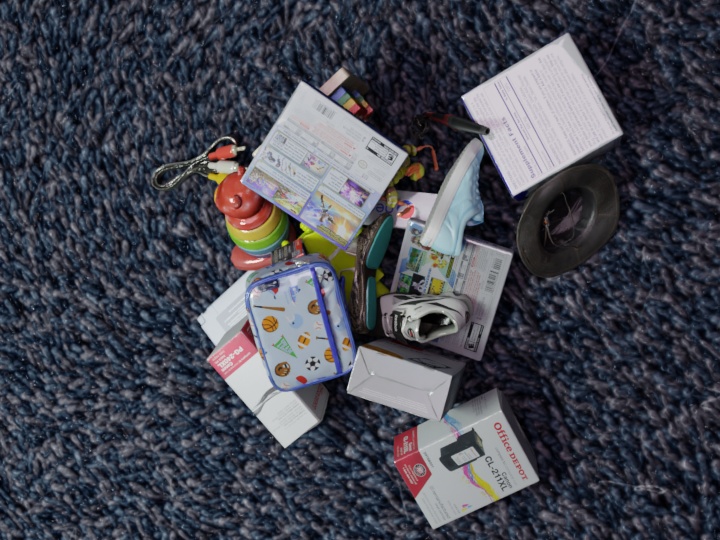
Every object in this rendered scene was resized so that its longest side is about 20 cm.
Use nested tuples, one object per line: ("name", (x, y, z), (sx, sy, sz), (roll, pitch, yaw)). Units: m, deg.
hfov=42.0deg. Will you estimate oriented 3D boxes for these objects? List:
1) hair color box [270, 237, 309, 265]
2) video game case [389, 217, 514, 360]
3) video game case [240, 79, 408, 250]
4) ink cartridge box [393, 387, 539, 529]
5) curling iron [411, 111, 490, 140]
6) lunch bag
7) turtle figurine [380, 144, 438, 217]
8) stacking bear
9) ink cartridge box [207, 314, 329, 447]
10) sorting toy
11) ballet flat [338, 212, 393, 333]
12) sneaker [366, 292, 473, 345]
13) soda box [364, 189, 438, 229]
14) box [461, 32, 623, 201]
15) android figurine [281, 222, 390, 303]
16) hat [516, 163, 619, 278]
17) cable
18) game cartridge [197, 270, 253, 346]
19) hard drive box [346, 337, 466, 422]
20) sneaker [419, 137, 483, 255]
("hair color box", (-0.079, 0.059, 1.534), (0.060, 0.102, 0.202), (-25, 108, 2))
("video game case", (0.142, 0.032, 1.556), (0.180, 0.022, 0.203), (18, 114, 10))
("video game case", (-0.056, -0.162, 1.453), (0.198, 0.046, 0.183), (33, 102, -9))
("ink cartridge box", (0.172, 0.306, 1.532), (0.198, 0.083, 0.147), (-28, 105, 12))
("curling iron", (0.147, -0.233, 1.530), (0.199, 0.025, 0.050), (18, 89, 55))
("lunch bag", (-0.089, 0.076, 1.449), (0.158, 0.076, 0.203), (-15, 108, -3))
("turtle figurine", (0.038, -0.166, 1.543), (0.159, 0.201, 0.065), (9, 135, 16))
("stacking bear", (-0.182, -0.094, 1.563), (0.112, 0.201, 0.123), (7, 67, 14))
("ink cartridge box", (-0.150, 0.178, 1.576), (0.083, 0.145, 0.201), (-38, 98, 11))
("sorting toy", (-0.062, -0.230, 1.553), (0.200, 0.199, 0.070), (-42, 87, 10))
("ballet flat", (0.000, 0.000, 1.539), (0.074, 0.068, 0.204), (10, 89, 24))
("sneaker", (0.080, 0.081, 1.534), (0.197, 0.089, 0.075), (-10, 108, 22))
("soda box", (0.049, -0.104, 1.591), (0.196, 0.068, 0.065), (6, 92, 13))
("box", (0.293, -0.242, 1.513), (0.198, 0.105, 0.186), (-29, 84, 11))
("android figurine", (-0.046, 0.004, 1.594), (0.200, 0.041, 0.182), (41, 99, -13))
("hat", (0.319, -0.091, 1.514), (0.198, 0.081, 0.204), (-11, 119, -21))
("cable", (-0.289, -0.192, 1.681), (0.196, 0.050, 0.099), (-2, 91, 13))
("game cartridge", (-0.181, 0.073, 1.664), (0.199, 0.040, 0.134), (-40, 78, 10))
("hard drive box", (0.079, 0.172, 1.516), (0.153, 0.200, 0.078), (17, 93, 11))
("sneaker", (0.166, -0.112, 1.503), (0.081, 0.074, 0.202), (27, 76, -6))
